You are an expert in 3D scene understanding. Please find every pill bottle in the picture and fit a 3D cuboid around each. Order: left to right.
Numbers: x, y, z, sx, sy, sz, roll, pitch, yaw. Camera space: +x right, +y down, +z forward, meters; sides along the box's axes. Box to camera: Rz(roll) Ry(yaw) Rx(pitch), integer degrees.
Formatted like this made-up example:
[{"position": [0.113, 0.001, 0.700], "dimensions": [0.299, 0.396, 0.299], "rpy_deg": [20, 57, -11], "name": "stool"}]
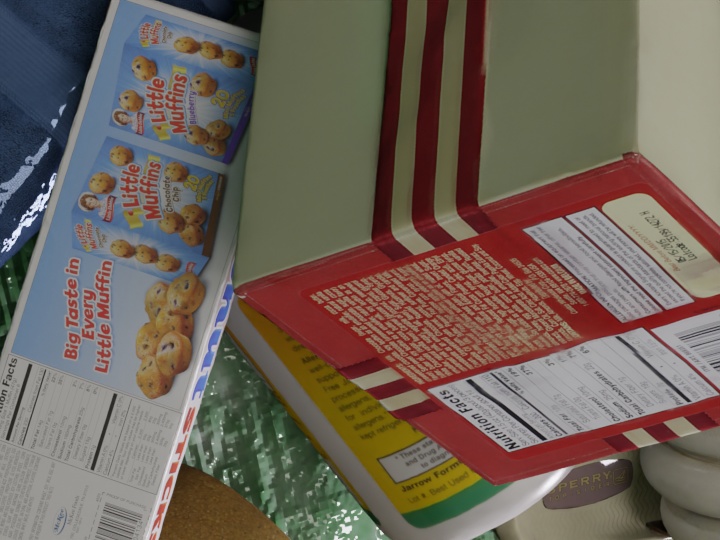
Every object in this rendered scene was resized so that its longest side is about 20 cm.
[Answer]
[{"position": [0.000, 0.000, 1.069], "dimensions": [0.113, 0.113, 0.200], "rpy_deg": [-41, 110, -10], "name": "pill bottle"}]

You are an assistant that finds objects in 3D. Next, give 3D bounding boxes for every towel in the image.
[{"position": [-0.140, -0.072, 1.026], "dimensions": [0.112, 0.049, 0.200], "rpy_deg": [42, 80, 3], "name": "towel"}]

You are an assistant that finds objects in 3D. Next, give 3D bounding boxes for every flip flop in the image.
[{"position": [0.146, 0.076, 1.163], "dimensions": [0.199, 0.057, 0.082], "rpy_deg": [-12, 103, -25], "name": "flip flop"}]

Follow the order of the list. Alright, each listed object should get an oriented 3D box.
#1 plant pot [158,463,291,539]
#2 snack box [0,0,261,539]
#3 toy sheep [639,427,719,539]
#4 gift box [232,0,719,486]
[{"position": [-0.106, 0.175, 1.041], "dimensions": [0.200, 0.186, 0.187], "rpy_deg": [-47, 112, -24], "name": "plant pot"}, {"position": [-0.082, 0.007, 0.989], "dimensions": [0.071, 0.024, 0.201], "rpy_deg": [18, 92, 10], "name": "snack box"}, {"position": [0.168, 0.064, 1.077], "dimensions": [0.137, 0.138, 0.201], "rpy_deg": [-10, 109, -19], "name": "toy sheep"}, {"position": [0.086, -0.056, 0.945], "dimensions": [0.184, 0.199, 0.188], "rpy_deg": [42, 41, -45], "name": "gift box"}]
